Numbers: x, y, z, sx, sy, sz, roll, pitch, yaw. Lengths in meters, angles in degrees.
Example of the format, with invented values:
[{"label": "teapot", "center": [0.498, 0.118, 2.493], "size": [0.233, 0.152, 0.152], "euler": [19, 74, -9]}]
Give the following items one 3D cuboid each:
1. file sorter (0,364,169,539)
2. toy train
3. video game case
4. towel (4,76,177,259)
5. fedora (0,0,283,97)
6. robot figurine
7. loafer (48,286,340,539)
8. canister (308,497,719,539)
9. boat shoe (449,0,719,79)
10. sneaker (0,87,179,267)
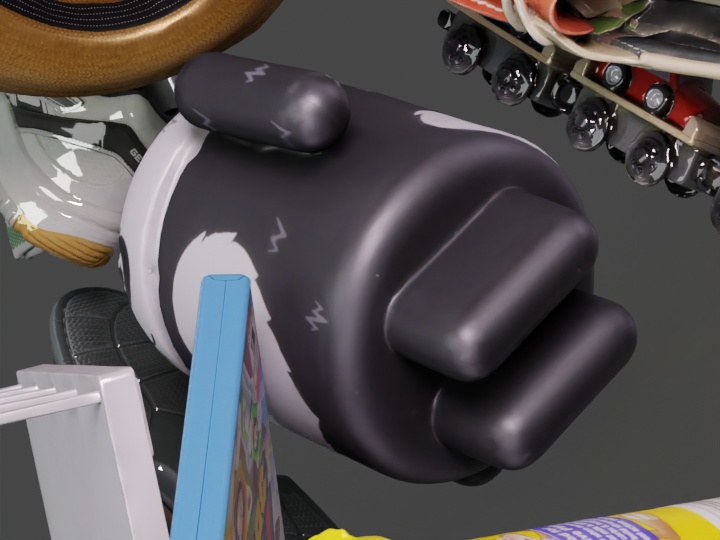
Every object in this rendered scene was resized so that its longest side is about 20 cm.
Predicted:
[{"label": "file sorter", "center": [-0.146, 0.116, 0.815], "size": [0.200, 0.123, 0.140], "euler": [173, 85, -73]}, {"label": "toy train", "center": [0.094, -0.055, 0.720], "size": [0.200, 0.034, 0.046], "euler": [36, 106, 42]}, {"label": "video game case", "center": [-0.040, 0.121, 0.714], "size": [0.201, 0.018, 0.144], "euler": [86, -175, -48]}, {"label": "towel", "center": [-0.127, -0.120, 0.989], "size": [0.149, 0.031, 0.202], "euler": [-26, 71, 45]}, {"label": "fedora", "center": [-0.100, -0.157, 0.732], "size": [0.082, 0.199, 0.202], "euler": [-121, 45, -54]}, {"label": "robot figurine", "center": [-0.001, 0.002, 0.766], "size": [0.199, 0.124, 0.152], "euler": [21, 109, 46]}, {"label": "loafer", "center": [-0.077, 0.089, 0.908], "size": [0.200, 0.071, 0.063], "euler": [48, 132, 34]}, {"label": "canister", "center": [0.082, 0.133, 0.620], "size": [0.149, 0.199, 0.087], "euler": [44, 124, 39]}, {"label": "boat shoe", "center": [0.080, -0.095, 0.677], "size": [0.199, 0.063, 0.072], "euler": [14, 137, 35]}, {"label": "sneaker", "center": [-0.134, -0.093, 0.935], "size": [0.088, 0.075, 0.200], "euler": [-49, 56, 16]}]
